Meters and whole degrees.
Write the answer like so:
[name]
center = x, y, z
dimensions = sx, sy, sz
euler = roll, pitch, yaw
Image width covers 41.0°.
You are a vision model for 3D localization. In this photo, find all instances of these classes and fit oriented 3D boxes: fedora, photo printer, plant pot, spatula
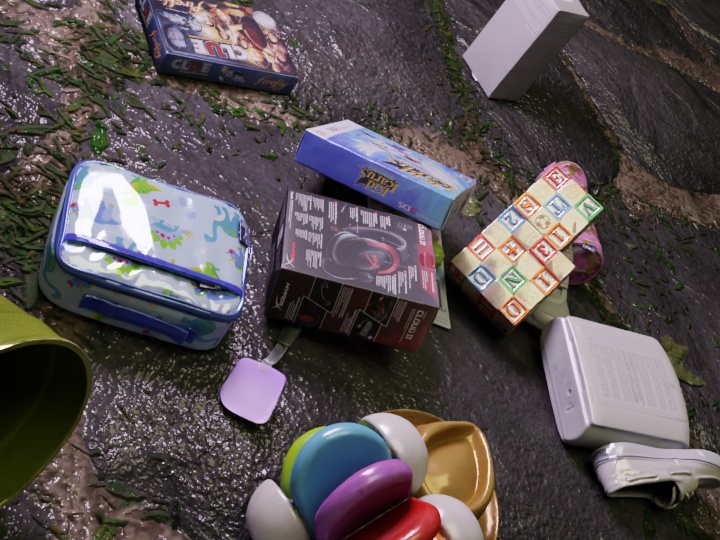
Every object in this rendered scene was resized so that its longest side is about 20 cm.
[fedora]
center = 0.080, 0.210, 0.974
dimensions = 0.199, 0.082, 0.202
euler = 22, 42, -21
[photo printer]
center = 0.332, 0.153, 1.235
dimensions = 0.199, 0.069, 0.168
euler = 14, 52, -29
[plant pot]
center = -0.338, 0.070, 0.711
dimensions = 0.193, 0.201, 0.200
euler = 40, 37, 20
[spatula]
center = -0.087, 0.083, 1.010
dimensions = 0.056, 0.021, 0.200
euler = 23, 35, 5

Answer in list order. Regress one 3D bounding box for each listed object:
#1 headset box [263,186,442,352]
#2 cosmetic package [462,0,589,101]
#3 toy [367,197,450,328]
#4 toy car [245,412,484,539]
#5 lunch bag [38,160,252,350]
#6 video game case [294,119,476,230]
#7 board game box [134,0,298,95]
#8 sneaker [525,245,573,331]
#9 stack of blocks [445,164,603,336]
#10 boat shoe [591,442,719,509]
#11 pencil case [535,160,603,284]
[headset box]
center = 0.000, 0.000, 1.082
dimensions = 0.198, 0.075, 0.149
euler = 14, 39, -12
[cosmetic package]
center = 0.273, -0.391, 1.617
dimensions = 0.090, 0.200, 0.107
euler = -3, 57, -38
[toy]
center = 0.067, -0.031, 1.226
dimensions = 0.114, 0.047, 0.201
euler = 18, 43, -22
[toy car]
center = 0.006, 0.215, 0.825
dimensions = 0.174, 0.150, 0.201
euler = -28, 70, -18
[lunch bag]
center = -0.210, -0.013, 0.963
dimensions = 0.199, 0.083, 0.162
euler = 20, 45, -21
[video game case]
center = 0.038, -0.125, 1.211
dimensions = 0.199, 0.046, 0.181
euler = 26, 18, 9
[board game box]
center = -0.191, -0.309, 1.296
dimensions = 0.199, 0.035, 0.136
euler = 2, 52, -37
[sneaker]
center = 0.246, -0.005, 1.309
dimensions = 0.081, 0.088, 0.201
euler = 11, 48, -31
[stack of blocks]
center = 0.221, -0.027, 1.248
dimensions = 0.200, 0.059, 0.115
euler = -42, 78, -14
[boat shoe]
center = 0.374, 0.256, 1.177
dimensions = 0.199, 0.072, 0.066
euler = 14, 49, -27
[pencil case]
center = 0.308, -0.074, 1.435
dimensions = 0.082, 0.087, 0.201
euler = 1, 44, 3
